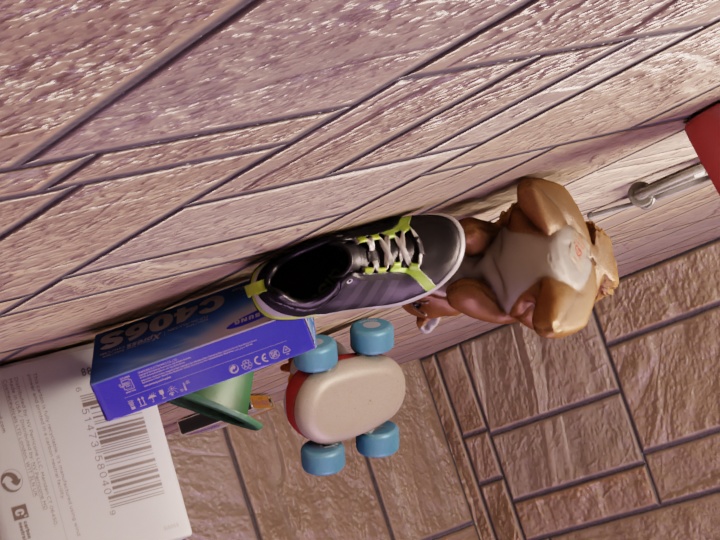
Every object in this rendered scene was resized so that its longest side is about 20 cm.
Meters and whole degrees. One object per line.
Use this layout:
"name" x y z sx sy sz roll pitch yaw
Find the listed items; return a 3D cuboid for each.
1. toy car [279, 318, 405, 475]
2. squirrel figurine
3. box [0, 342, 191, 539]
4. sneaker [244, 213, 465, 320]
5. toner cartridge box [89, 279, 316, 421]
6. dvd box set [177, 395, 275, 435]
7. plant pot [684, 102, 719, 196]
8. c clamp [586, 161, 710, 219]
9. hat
"toy car" -0.055 0.154 2.749 0.176 0.186 0.199 -15 -158 -29
"squirrel figurine" 0.129 0.003 1.839 0.185 0.143 0.199 -15 175 34
"box" -0.299 0.190 1.854 0.199 0.201 0.171 -12 172 -36
"sneaker" 0.000 0.000 1.675 0.198 0.072 0.083 -18 173 -10
"toner cartridge box" -0.140 0.063 1.764 0.198 0.043 0.095 -20 -153 4
"dvd box set" -0.245 0.266 3.667 0.145 0.030 0.200 -20 174 8
"plant pot" 0.403 -0.078 1.728 0.199 0.179 0.200 -18 175 -2
"c clamp" 0.334 -0.088 2.185 0.169 0.027 0.200 -19 175 4
"hat" -0.143 0.057 2.038 0.198 0.178 0.166 20 171 -5
